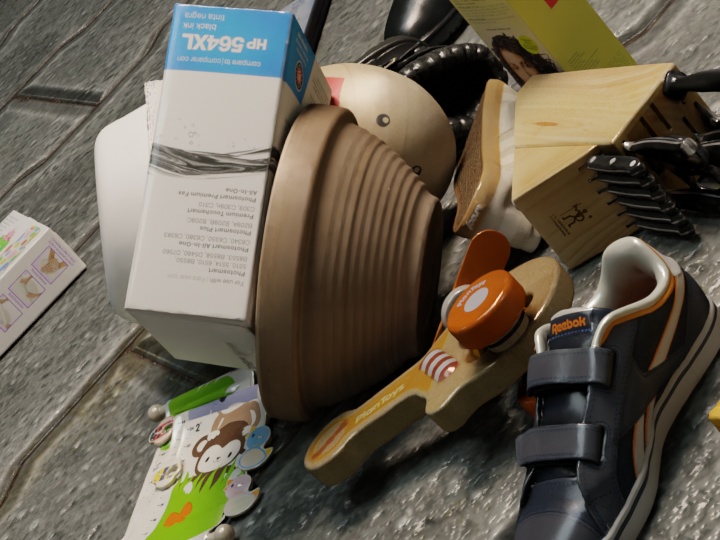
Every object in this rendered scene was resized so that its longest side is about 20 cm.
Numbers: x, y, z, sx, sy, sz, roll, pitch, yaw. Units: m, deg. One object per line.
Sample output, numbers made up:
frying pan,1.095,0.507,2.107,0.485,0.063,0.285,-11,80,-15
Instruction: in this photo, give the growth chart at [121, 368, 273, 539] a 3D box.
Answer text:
growth chart,-0.112,0.135,1.353,0.144,0.018,0.201,-29,27,28

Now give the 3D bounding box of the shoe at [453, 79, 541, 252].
shoe,0.097,-0.068,1.333,0.201,0.053,0.070,-79,9,-61

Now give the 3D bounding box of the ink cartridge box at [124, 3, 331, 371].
ink cartridge box,-0.081,-0.049,1.262,0.083,0.146,0.202,7,76,10

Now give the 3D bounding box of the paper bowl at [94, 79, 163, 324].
paper bowl,-0.137,-0.038,1.441,0.103,0.203,0.201,-6,23,-6

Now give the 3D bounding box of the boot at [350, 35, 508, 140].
boot,0.004,-0.102,1.496,0.211,0.080,0.158,-45,22,-6

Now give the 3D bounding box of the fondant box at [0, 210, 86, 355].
fondant box,-0.367,0.039,1.892,0.200,0.058,0.144,-48,23,-10

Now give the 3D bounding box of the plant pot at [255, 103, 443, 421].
plant pot,0.000,0.000,1.253,0.092,0.202,0.202,8,40,9

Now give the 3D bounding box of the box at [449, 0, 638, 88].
box,0.104,-0.178,1.306,0.050,0.200,0.075,-49,22,-16

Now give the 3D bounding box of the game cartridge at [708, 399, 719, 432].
game cartridge,0.269,0.011,0.919,0.200,0.032,0.176,-51,24,-21

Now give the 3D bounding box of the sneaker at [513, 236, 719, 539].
sneaker,0.116,0.071,1.008,0.078,0.079,0.201,-14,37,48

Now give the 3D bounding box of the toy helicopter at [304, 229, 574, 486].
toy helicopter,0.044,0.057,1.159,0.199,0.079,0.133,-37,22,23

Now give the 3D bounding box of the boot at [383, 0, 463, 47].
boot,0.042,-0.291,1.658,0.073,0.163,0.199,-8,41,56

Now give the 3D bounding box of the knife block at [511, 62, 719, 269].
knife block,0.179,-0.088,1.204,0.175,0.064,0.201,-32,24,23

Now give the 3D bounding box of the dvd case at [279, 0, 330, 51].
dvd case,-0.115,-0.198,1.945,0.199,0.018,0.143,-31,25,27

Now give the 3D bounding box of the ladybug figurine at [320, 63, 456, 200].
ladybug figurine,-0.020,-0.071,1.400,0.199,0.136,0.072,-25,17,47
